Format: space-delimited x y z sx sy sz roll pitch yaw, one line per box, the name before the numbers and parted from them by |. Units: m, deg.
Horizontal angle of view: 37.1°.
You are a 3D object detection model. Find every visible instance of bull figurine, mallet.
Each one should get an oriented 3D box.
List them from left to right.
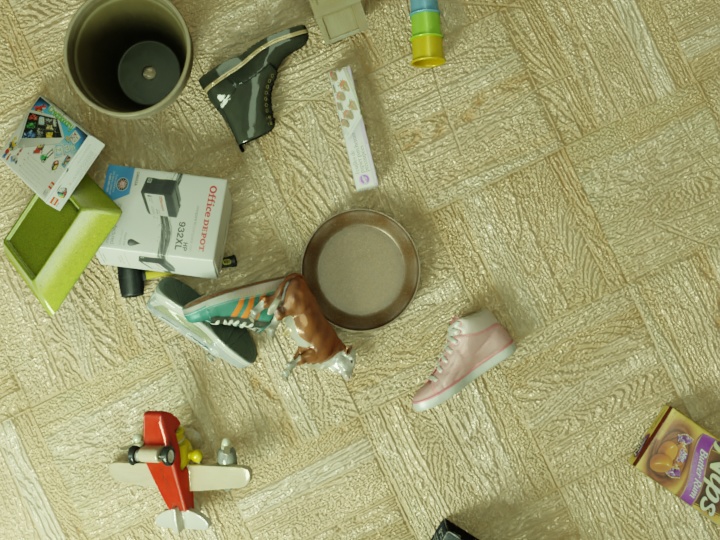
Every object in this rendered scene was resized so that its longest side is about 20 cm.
mallet | -0.306 -0.010 1.774 0.197 0.041 0.067 -17 87 -4
bull figurine | -0.088 0.105 1.717 0.121 0.065 0.202 -36 107 -23

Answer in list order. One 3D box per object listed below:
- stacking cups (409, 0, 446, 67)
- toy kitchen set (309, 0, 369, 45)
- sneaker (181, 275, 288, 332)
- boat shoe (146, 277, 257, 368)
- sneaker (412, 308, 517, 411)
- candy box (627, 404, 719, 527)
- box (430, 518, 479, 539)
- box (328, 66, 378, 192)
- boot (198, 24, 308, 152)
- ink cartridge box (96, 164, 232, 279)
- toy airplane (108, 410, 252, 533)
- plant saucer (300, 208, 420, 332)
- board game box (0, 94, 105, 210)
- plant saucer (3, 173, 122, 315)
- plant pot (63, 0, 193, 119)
stacking cups | 0.109 -0.440 1.769 0.060 0.061 0.203 -2 85 1
toy kitchen set | -0.025 -0.521 1.762 0.161 0.181 0.201 -19 128 3
sneaker | -0.187 0.066 1.723 0.198 0.071 0.081 -14 96 -27
boat shoe | -0.258 0.094 1.752 0.201 0.075 0.065 36 123 -7
sneaker | 0.149 0.138 1.742 0.199 0.075 0.105 -34 93 -8
candy box | 0.552 0.324 1.744 0.199 0.056 0.117 34 89 0
box | 0.167 0.540 1.713 0.195 0.117 0.202 32 88 1
box | -0.011 -0.232 1.771 0.038 0.041 0.203 -14 88 1
boot | -0.148 -0.301 1.764 0.198 0.077 0.140 -28 93 13
ink cartridge box | -0.317 -0.079 1.731 0.197 0.084 0.147 7 70 1
toy airplane | -0.290 0.319 1.728 0.199 0.142 0.200 34 127 -7
plant saucer | 0.000 0.000 1.767 0.197 0.037 0.204 0 89 0
board game box | -0.498 -0.192 1.718 0.199 0.035 0.127 36 90 43
plant saucer | -0.488 -0.063 1.703 0.201 0.048 0.200 -55 47 4
plant pot | -0.353 -0.333 1.710 0.197 0.174 0.203 0 89 1
